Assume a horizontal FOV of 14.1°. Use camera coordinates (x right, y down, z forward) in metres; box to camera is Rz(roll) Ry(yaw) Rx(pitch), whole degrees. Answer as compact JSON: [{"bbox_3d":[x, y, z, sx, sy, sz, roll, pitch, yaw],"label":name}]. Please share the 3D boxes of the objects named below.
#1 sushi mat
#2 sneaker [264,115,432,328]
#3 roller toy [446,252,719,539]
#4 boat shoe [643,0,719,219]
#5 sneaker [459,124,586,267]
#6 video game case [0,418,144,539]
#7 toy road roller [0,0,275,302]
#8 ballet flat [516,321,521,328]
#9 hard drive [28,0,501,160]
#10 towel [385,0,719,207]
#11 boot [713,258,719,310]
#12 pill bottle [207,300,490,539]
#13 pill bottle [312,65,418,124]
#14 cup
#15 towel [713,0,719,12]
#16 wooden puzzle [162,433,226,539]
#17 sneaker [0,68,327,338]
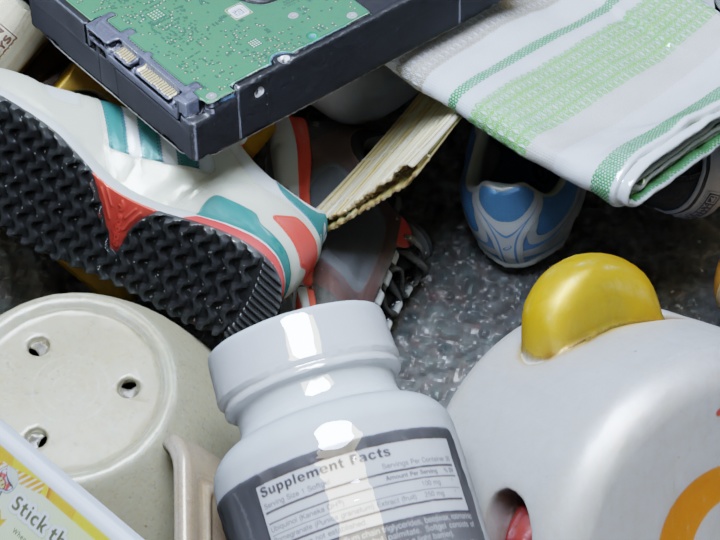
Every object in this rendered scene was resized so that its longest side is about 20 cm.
[{"bbox_3d":[0.042,-0.086,1.464,0.012,0.096,0.200,50,46,-11],"label":"sushi mat"},{"bbox_3d":[0.000,0.000,1.472,0.082,0.077,0.200,-3,58,-8],"label":"sneaker"},{"bbox_3d":[0.125,0.108,1.322,0.183,0.200,0.140,-57,32,-8],"label":"roller toy"},{"bbox_3d":[0.138,-0.119,1.496,0.068,0.072,0.200,13,55,-31],"label":"boat shoe"},{"bbox_3d":[0.099,-0.096,1.531,0.072,0.073,0.200,8,57,8],"label":"sneaker"},{"bbox_3d":[-0.151,0.184,1.239,0.200,0.023,0.182,36,93,35],"label":"video game case"},{"bbox_3d":[-0.152,-0.080,1.499,0.200,0.146,0.123,40,85,-7],"label":"toy road roller"},{"bbox_3d":[0.166,0.070,1.436,0.200,0.066,0.057,19,78,19],"label":"ballet flat"},{"bbox_3d":[-0.042,-0.138,1.405,0.200,0.038,0.140,-30,50,-28],"label":"hard drive"},{"bbox_3d":[0.099,-0.114,1.420,0.200,0.031,0.149,34,49,29],"label":"towel"},{"bbox_3d":[0.209,-0.069,1.520,0.144,0.071,0.201,37,60,28],"label":"boot"},{"bbox_3d":[0.000,0.119,1.251,0.111,0.111,0.200,-15,73,-8],"label":"pill bottle"},{"bbox_3d":[-0.047,-0.174,1.556,0.112,0.112,0.200,-41,62,-22],"label":"pill bottle"},{"bbox_3d":[-0.131,0.091,1.374,0.200,0.143,0.201,0,58,1],"label":"cup"},{"bbox_3d":[0.264,-0.169,1.551,0.200,0.035,0.193,-14,44,-23],"label":"towel"},{"bbox_3d":[-0.028,0.190,1.303,0.037,0.185,0.200,-26,52,27],"label":"wooden puzzle"},{"bbox_3d":[-0.106,-0.044,1.405,0.200,0.070,0.093,29,35,13],"label":"sneaker"}]
